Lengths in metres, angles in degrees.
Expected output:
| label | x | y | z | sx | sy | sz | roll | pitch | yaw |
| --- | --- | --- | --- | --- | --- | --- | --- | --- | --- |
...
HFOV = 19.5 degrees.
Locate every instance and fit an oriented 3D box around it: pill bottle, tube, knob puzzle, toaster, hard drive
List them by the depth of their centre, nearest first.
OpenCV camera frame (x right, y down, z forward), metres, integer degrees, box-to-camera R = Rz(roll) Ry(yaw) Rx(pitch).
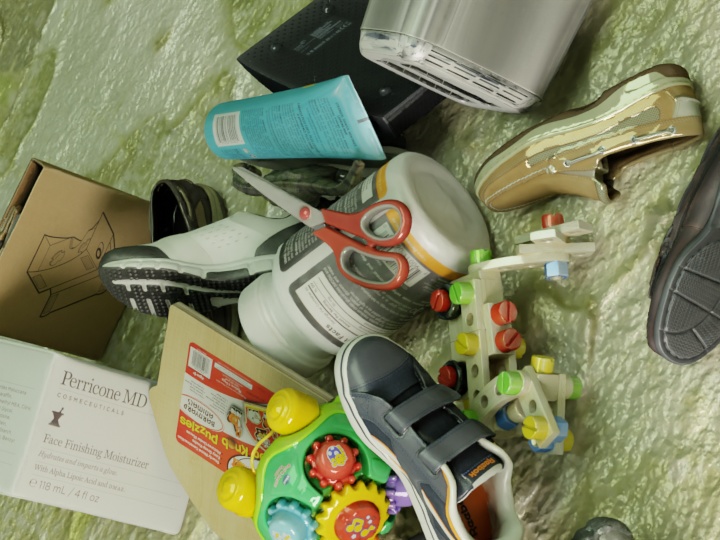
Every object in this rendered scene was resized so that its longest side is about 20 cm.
| label | x | y | z | sx | sy | sz | roll | pitch | yaw |
| --- | --- | --- | --- | --- | --- | --- | --- | --- | --- |
| toaster | 0.085 | -0.209 | 1.678 | 0.114 | 0.200 | 0.129 | 15 | 84 | 55 |
| pill bottle | 0.000 | 0.000 | 1.735 | 0.200 | 0.116 | 0.116 | -37 | 52 | 27 |
| tube | -0.057 | -0.124 | 1.775 | 0.050 | 0.077 | 0.200 | -43 | 25 | -30 |
| knob puzzle | -0.099 | 0.145 | 1.786 | 0.220 | 0.030 | 0.220 | 18 | 121 | 33 |
| hard drive | 0.001 | -0.179 | 1.814 | 0.135 | 0.042 | 0.200 | -40 | 41 | -23 |

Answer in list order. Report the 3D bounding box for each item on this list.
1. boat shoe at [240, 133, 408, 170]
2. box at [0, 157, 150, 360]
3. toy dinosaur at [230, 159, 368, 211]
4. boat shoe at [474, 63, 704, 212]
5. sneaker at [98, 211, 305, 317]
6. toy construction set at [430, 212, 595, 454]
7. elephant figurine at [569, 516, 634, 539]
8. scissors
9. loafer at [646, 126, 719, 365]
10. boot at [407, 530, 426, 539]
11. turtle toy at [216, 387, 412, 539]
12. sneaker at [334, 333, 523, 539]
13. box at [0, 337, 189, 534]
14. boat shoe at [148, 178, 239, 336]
| label | x | y | z | sx | sy | sz | roll | pitch | yaw |
| --- | --- | --- | --- | --- | --- | --- | --- | --- | --- |
| boat shoe | -0.034 | -0.123 | 1.844 | 0.200 | 0.076 | 0.060 | 3 | 82 | 43 |
| box | -0.272 | -0.007 | 1.933 | 0.021 | 0.200 | 0.164 | 28 | 94 | 31 |
| toy dinosaur | -0.032 | -0.071 | 1.803 | 0.200 | 0.088 | 0.047 | -2 | 78 | 52 |
| boat shoe | 0.178 | -0.085 | 1.641 | 0.200 | 0.072 | 0.076 | -30 | 67 | 31 |
| sneaker | -0.131 | -0.009 | 1.852 | 0.200 | 0.074 | 0.080 | -1 | 55 | -1 |
| toy construction set | 0.119 | 0.050 | 1.622 | 0.131 | 0.092 | 0.200 | -24 | 52 | 54 |
| elephant figurine | 0.184 | 0.283 | 1.457 | 0.200 | 0.155 | 0.142 | 53 | 150 | 14 |
| scissors | -0.038 | -0.035 | 1.687 | 0.200 | 0.014 | 0.073 | 15 | 94 | 36 |
| loafer | 0.260 | -0.024 | 1.548 | 0.063 | 0.072 | 0.200 | 12 | 76 | 65 |
| boot | 0.029 | 0.295 | 1.631 | 0.200 | 0.072 | 0.144 | -45 | 48 | 11 |
| turtle toy | -0.009 | 0.158 | 1.657 | 0.200 | 0.146 | 0.101 | -57 | 38 | 10 |
| sneaker | 0.059 | 0.130 | 1.562 | 0.200 | 0.078 | 0.079 | 58 | 148 | -3 |
| box | -0.277 | 0.141 | 1.880 | 0.200 | 0.199 | 0.131 | 9 | 82 | 45 |
| boat shoe | -0.165 | 0.005 | 1.917 | 0.074 | 0.073 | 0.200 | -30 | 56 | 32 |
